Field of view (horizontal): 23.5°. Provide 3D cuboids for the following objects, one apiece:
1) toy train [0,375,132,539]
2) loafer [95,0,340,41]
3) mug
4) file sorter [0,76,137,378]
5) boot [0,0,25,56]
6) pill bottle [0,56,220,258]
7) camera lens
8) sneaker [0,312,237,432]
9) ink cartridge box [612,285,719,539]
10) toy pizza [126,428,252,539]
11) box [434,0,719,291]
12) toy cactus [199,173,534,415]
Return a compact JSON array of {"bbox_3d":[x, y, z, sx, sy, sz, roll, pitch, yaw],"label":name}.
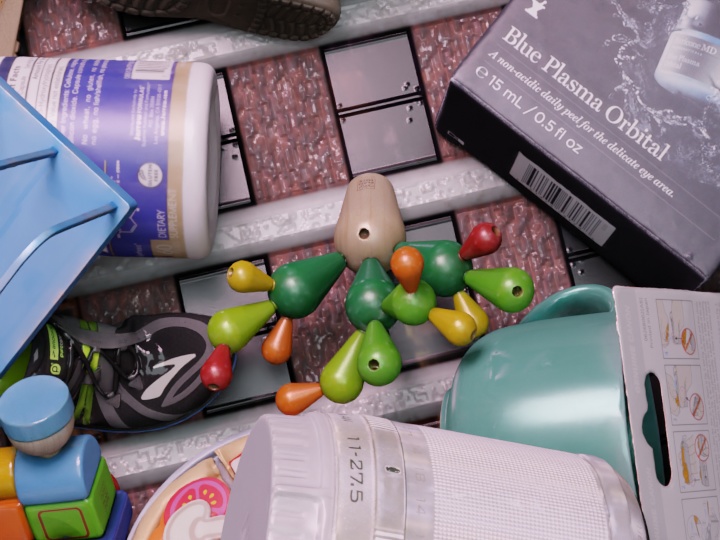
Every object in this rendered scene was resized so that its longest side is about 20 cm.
[{"bbox_3d":[-0.243,0.126,1.012,0.198,0.085,0.117,-6,122,10],"label":"toy train"},{"bbox_3d":[-0.107,-0.201,1.099,0.198,0.076,0.069,14,64,-19],"label":"loafer"},{"bbox_3d":[0.115,0.102,1.029,0.113,0.185,0.154,-9,99,15],"label":"mug"},{"bbox_3d":[-0.253,-0.045,0.942,0.200,0.123,0.139,42,105,3],"label":"file sorter"},{"bbox_3d":[-0.286,-0.211,1.090,0.164,0.072,0.202,11,87,-11],"label":"boot"},{"bbox_3d":[-0.187,-0.069,1.054,0.197,0.120,0.121,1,80,0],"label":"pill bottle"},{"bbox_3d":[0.035,0.160,0.859,0.198,0.160,0.162,11,80,-11],"label":"camera lens"},{"bbox_3d":[-0.172,0.062,1.051,0.197,0.083,0.072,-4,78,-3],"label":"sneaker"},{"bbox_3d":[0.200,0.095,1.013,0.199,0.050,0.164,3,77,-44],"label":"ink cartridge box"},{"bbox_3d":[-0.046,0.164,0.979,0.198,0.032,0.202,-7,50,9],"label":"toy pizza"},{"bbox_3d":[0.183,-0.119,1.075,0.196,0.117,0.201,38,80,5],"label":"box"},{"bbox_3d":[0.000,0.000,1.039,0.198,0.103,0.166,-18,40,15],"label":"toy cactus"}]
